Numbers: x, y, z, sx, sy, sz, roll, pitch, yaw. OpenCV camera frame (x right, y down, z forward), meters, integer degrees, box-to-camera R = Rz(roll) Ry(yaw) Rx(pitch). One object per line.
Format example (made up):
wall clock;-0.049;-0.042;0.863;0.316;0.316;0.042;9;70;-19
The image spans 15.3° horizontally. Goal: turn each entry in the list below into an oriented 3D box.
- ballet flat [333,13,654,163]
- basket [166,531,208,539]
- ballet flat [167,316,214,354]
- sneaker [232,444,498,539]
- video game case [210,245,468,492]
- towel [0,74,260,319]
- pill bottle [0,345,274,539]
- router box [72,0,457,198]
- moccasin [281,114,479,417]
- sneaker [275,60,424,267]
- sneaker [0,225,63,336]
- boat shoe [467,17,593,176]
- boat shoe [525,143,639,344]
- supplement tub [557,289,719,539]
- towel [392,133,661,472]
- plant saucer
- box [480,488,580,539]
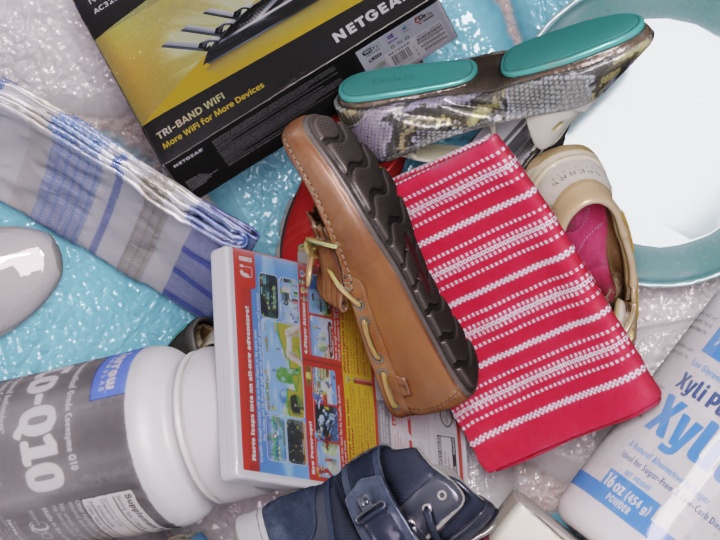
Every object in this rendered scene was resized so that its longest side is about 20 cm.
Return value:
ballet flat;0.086;-0.103;1.617;0.199;0.072;0.072;-12;90;15
basket;-0.104;0.267;1.662;0.139;0.176;0.201;-29;82;12
ballet flat;-0.031;0.083;1.705;0.199;0.068;0.069;19;131;1
sneaker;0.024;0.197;1.540;0.146;0.077;0.203;-28;65;9
video game case;-0.010;0.071;1.651;0.017;0.199;0.144;-20;66;42
towel;-0.163;-0.041;1.681;0.199;0.147;0.024;31;64;0
pill bottle;-0.153;0.110;1.664;0.199;0.114;0.114;-14;90;21
router box;-0.062;-0.159;1.683;0.200;0.052;0.158;-32;56;1
moccasin;0.000;-0.001;1.614;0.077;0.074;0.202;-19;117;20
sneaker;-0.009;-0.056;1.702;0.077;0.085;0.201;13;90;3
sneaker;-0.287;0.022;1.713;0.199;0.080;0.071;-17;88;0
boat shoe;0.095;-0.068;1.679;0.057;0.069;0.200;40;99;-1
boat shoe;0.138;0.023;1.668;0.073;0.069;0.201;-16;123;-7
supplement tub;0.229;0.111;1.671;0.132;0.132;0.200;37;88;1
towel;0.080;0.024;1.642;0.144;0.022;0.200;-23;107;35
plant saucer;0.192;-0.089;1.721;0.199;0.036;0.201;0;91;3
box;0.077;0.249;1.680;0.109;0.128;0.200;39;90;2
